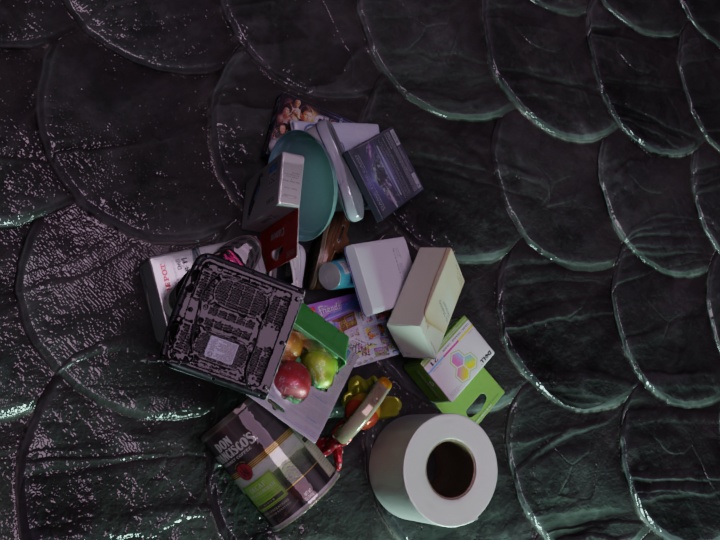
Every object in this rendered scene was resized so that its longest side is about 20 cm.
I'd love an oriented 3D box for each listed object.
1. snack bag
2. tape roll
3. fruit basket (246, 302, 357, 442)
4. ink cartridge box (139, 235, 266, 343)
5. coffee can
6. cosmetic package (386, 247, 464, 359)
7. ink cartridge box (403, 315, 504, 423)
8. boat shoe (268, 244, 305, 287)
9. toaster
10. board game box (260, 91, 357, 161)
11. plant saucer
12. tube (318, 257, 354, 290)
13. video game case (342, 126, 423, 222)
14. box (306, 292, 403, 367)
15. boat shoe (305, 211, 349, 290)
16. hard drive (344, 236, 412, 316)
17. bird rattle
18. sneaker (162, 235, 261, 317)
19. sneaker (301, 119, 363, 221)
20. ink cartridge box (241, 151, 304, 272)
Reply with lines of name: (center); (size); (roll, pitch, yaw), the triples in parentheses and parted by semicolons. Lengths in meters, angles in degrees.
snack bag: (-0.031, -0.202, 1.580); (0.200, 0.021, 0.189); (-6, 77, -30)
tape roll: (0.134, 0.368, 1.534); (0.202, 0.139, 0.203); (5, 78, -26)
fruit basket: (-0.112, 0.163, 1.385); (0.185, 0.094, 0.200); (37, 53, -10)
ink cartridge box: (-0.266, 0.033, 1.431); (0.200, 0.083, 0.147); (-14, 86, -27)
coffee can: (-0.152, 0.311, 1.380); (0.146, 0.146, 0.200); (-39, 88, -27)
cosmetic package: (0.129, 0.060, 1.584); (0.104, 0.073, 0.200); (62, 40, -41)
ink cartridge box: (0.206, 0.213, 1.636); (0.148, 0.076, 0.200); (-44, 99, -26)
boat shoe: (-0.142, 0.040, 1.488); (0.065, 0.073, 0.200); (24, 60, -62)
toaster: (-0.206, 0.083, 1.245); (0.200, 0.119, 0.181); (21, 80, -13)
board game box: (-0.083, -0.247, 1.605); (0.200, 0.035, 0.136); (19, 72, -22)
plant saucer: (-0.102, -0.154, 1.488); (0.027, 0.200, 0.200); (-10, 84, -40)
tube: (0.000, 0.000, 1.563); (0.200, 0.050, 0.078); (-9, 89, -55)
video game case: (0.048, -0.189, 1.581); (0.143, 0.019, 0.200); (63, 35, -8)
box: (-0.020, 0.115, 1.562); (0.200, 0.039, 0.137); (-13, 85, -28)
boat shoe: (-0.053, -0.052, 1.560); (0.068, 0.072, 0.200); (19, 72, -21)
hard drive: (0.047, 0.008, 1.569); (0.200, 0.025, 0.132); (-12, 85, -59)
bird rattle: (-0.014, 0.261, 1.479); (0.113, 0.163, 0.200); (45, 53, 8)
sneaker: (-0.233, 0.007, 1.355); (0.200, 0.087, 0.074); (-39, 98, -26)
sneaker: (-0.053, -0.175, 1.508); (0.073, 0.071, 0.200); (12, 56, -68)
ink cartridge box: (-0.158, -0.094, 1.443); (0.045, 0.200, 0.177); (9, 76, -24)
